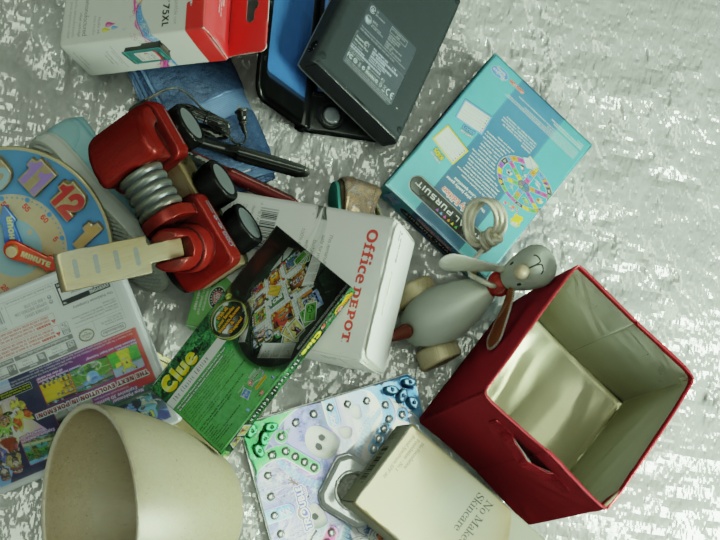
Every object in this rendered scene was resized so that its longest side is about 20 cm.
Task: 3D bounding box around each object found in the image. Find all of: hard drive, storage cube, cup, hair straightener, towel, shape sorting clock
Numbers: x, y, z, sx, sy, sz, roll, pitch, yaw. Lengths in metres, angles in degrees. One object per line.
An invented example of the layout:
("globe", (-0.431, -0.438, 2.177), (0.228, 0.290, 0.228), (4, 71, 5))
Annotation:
("hard drive", (0.025, -0.257, 1.372), (0.139, 0.033, 0.202), (40, 63, -31))
("storage cube", (0.198, 0.132, 1.313), (0.171, 0.180, 0.201), (42, 66, -4))
("cup", (-0.195, 0.228, 1.206), (0.142, 0.199, 0.204), (5, 80, -38))
("hair straightener", (-0.143, -0.135, 1.316), (0.197, 0.041, 0.078), (22, 79, -4))
("towel", (-0.171, -0.171, 1.354), (0.110, 0.049, 0.203), (-23, 87, -15))
("shape sorting clock", (-0.343, -0.022, 1.270), (0.196, 0.039, 0.204), (0, 99, -1))

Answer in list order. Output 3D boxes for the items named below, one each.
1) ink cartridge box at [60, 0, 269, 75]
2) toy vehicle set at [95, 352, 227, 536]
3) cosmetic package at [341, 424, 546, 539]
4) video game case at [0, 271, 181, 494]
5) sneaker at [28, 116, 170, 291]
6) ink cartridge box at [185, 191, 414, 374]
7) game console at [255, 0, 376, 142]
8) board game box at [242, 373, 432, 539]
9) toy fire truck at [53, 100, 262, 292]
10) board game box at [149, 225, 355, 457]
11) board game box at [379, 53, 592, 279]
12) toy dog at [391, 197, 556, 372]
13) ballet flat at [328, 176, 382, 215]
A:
("ink cartridge box", (-0.193, -0.270, 1.281), (0.197, 0.067, 0.118), (-4, 70, 16))
("toy vehicle set", (-0.207, 0.196, 1.304), (0.123, 0.027, 0.202), (27, 77, -7))
("cosmetic package", (0.089, 0.260, 1.311), (0.199, 0.073, 0.104), (39, 76, -4))
("video game case", (-0.299, 0.099, 1.261), (0.197, 0.023, 0.185), (-21, 96, 0))
("sneaker", (-0.246, -0.075, 1.314), (0.201, 0.074, 0.082), (54, 52, -13))
("ink cartridge box", (-0.058, 0.012, 1.290), (0.197, 0.084, 0.148), (11, 79, 20))
("game console", (-0.024, -0.254, 1.363), (0.173, 0.116, 0.204), (7, 81, -10))
("board game box", (-0.007, 0.231, 1.344), (0.197, 0.026, 0.203), (-15, 86, -14))
("toy fire truck", (-0.206, -0.057, 1.190), (0.128, 0.200, 0.178), (-31, 86, 14))
("board game box", (-0.104, 0.067, 1.230), (0.104, 0.023, 0.201), (38, 88, 19))
("board game box", (0.137, -0.112, 1.414), (0.151, 0.047, 0.201), (42, 76, -4))
("toy dog", (0.099, 0.032, 1.318), (0.132, 0.201, 0.096), (46, 32, 17))
("ballet flat", (0.000, 0.000, 1.360), (0.066, 0.068, 0.204), (5, 83, -19))
